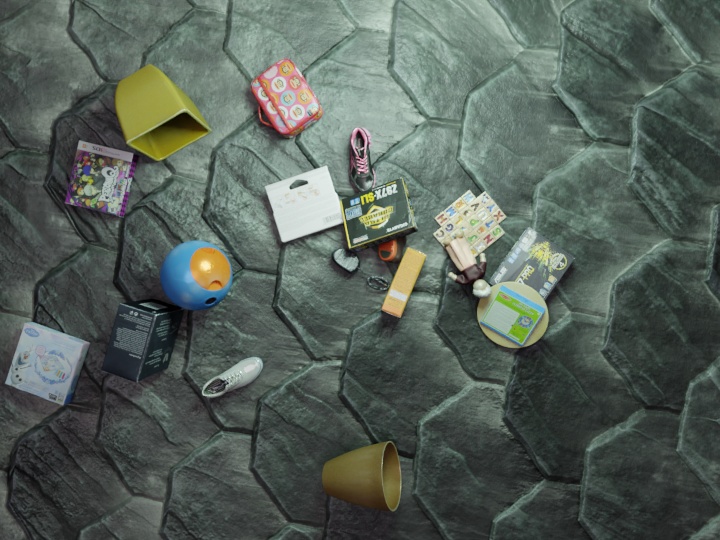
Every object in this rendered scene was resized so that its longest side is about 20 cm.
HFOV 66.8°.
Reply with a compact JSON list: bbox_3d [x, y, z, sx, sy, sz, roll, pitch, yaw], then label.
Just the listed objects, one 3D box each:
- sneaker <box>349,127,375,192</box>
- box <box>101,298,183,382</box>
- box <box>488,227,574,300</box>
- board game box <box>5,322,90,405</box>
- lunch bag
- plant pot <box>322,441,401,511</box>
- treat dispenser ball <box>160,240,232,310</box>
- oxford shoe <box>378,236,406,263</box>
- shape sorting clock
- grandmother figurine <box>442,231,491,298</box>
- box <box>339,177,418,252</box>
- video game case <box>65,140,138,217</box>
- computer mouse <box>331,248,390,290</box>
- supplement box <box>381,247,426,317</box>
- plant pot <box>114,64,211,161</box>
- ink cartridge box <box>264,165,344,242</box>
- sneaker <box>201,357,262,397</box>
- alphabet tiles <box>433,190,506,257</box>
[{"bbox_3d":[0.000,-0.325,1.595,0.079,0.095,0.200,-7,92,2],"label":"sneaker"},{"bbox_3d":[-0.627,0.196,1.587,0.117,0.197,0.200,16,92,4],"label":"box"},{"bbox_3d":[0.495,0.000,1.589,0.161,0.049,0.200,36,94,5],"label":"box"},{"bbox_3d":[-0.965,0.286,1.685,0.200,0.043,0.199,19,92,3],"label":"board game box"},{"bbox_3d":[-0.227,-0.500,1.617,0.176,0.082,0.200,-33,87,7],"label":"lunch bag"},{"bbox_3d":[-0.003,0.594,1.574,0.200,0.186,0.187,-8,90,17],"label":"plant pot"},{"bbox_3d":[-0.471,0.015,1.574,0.201,0.201,0.201,0,91,4],"label":"treat dispenser ball"},{"bbox_3d":[0.101,-0.118,1.613,0.071,0.072,0.200,-1,75,41],"label":"oxford shoe"},{"bbox_3d":[0.437,0.128,1.573,0.200,0.039,0.200,9,113,23],"label":"shape sorting clock"},{"bbox_3d":[0.311,-0.007,1.574,0.121,0.061,0.200,-33,75,12],"label":"grandmother figurine"},{"bbox_3d":[0.051,-0.159,1.571,0.200,0.049,0.160,-17,68,17],"label":"box"},{"bbox_3d":[-0.793,-0.280,1.673,0.181,0.036,0.200,14,92,5],"label":"video game case"},{"bbox_3d":[0.000,0.000,1.633,0.200,0.034,0.059,35,76,-2],"label":"computer mouse"},{"bbox_3d":[0.128,0.034,1.604,0.069,0.067,0.200,21,92,3],"label":"supplement box"},{"bbox_3d":[-0.590,-0.471,1.587,0.195,0.194,0.200,-28,84,4],"label":"plant pot"},{"bbox_3d":[-0.163,-0.196,1.630,0.200,0.045,0.176,-18,90,3],"label":"ink cartridge box"},{"bbox_3d":[-0.383,0.328,1.635,0.200,0.071,0.073,-33,89,3],"label":"sneaker"},{"bbox_3d":[0.324,-0.133,1.619,0.200,0.006,0.166,-39,89,3],"label":"alphabet tiles"}]
